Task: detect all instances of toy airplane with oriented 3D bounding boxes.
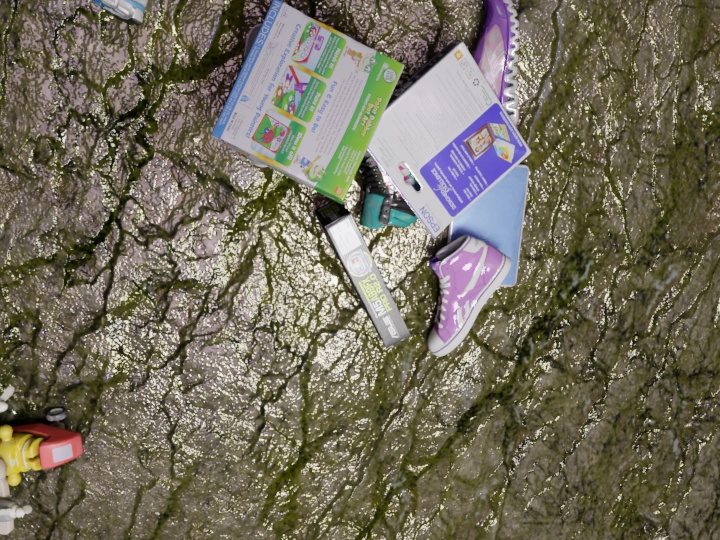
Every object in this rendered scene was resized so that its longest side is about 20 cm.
[{"bbox_3d":[-0.545,0.272,0.983,0.199,0.141,0.200,-45,106,4],"label":"toy airplane"}]

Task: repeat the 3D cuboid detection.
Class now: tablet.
[{"bbox_3d":[0.206,-0.074,1.087,0.127,0.014,0.205,1,103,-10],"label":"tablet"}]

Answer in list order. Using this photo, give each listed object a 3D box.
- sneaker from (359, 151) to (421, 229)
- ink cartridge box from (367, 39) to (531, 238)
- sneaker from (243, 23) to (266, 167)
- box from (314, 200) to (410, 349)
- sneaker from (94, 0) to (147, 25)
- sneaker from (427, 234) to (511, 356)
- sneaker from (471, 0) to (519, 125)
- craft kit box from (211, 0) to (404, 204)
[{"bbox_3d":[0.022,-0.128,1.005,0.198,0.083,0.122,30,91,-26],"label":"sneaker"},{"bbox_3d":[0.120,-0.187,0.965,0.199,0.043,0.199,-41,112,-1],"label":"ink cartridge box"},{"bbox_3d":[-0.147,-0.251,0.954,0.073,0.082,0.205,-2,103,-7],"label":"sneaker"},{"bbox_3d":[0.000,0.000,0.996,0.044,0.160,0.203,-27,106,-3],"label":"box"},{"bbox_3d":[-0.372,-0.420,0.895,0.197,0.075,0.088,28,87,-19],"label":"sneaker"},{"bbox_3d":[0.140,0.035,1.065,0.113,0.073,0.203,27,103,-17],"label":"sneaker"},{"bbox_3d":[0.190,-0.311,1.000,0.086,0.081,0.205,-3,105,0],"label":"sneaker"},{"bbox_3d":[-0.068,-0.224,0.886,0.194,0.049,0.203,26,87,0],"label":"craft kit box"}]
